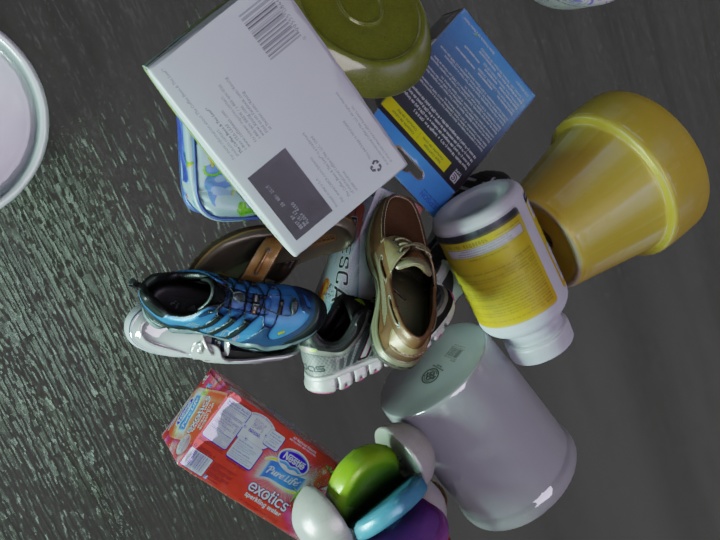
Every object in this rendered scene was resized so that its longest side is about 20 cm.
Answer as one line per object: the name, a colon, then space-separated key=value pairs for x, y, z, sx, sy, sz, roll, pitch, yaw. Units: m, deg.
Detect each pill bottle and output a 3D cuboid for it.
pill bottle: x=0.170 y=0.005 z=0.990 sx=0.112 sy=0.112 sz=0.201 roll=-33 pitch=109 yaw=-14

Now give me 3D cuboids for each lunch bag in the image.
lunch bag: x=-0.121 y=-0.156 z=0.932 sx=0.160 sy=0.082 sz=0.202 roll=-7 pitch=102 yaw=-23

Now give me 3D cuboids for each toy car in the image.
toy car: x=0.034 y=0.284 z=0.946 sx=0.174 sy=0.150 sz=0.201 roll=-32 pitch=128 yaw=-25

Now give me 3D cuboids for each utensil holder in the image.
utensil holder: x=0.142 y=0.190 z=1.061 sx=0.170 sy=0.170 sz=0.200 roll=-44 pitch=110 yaw=-10

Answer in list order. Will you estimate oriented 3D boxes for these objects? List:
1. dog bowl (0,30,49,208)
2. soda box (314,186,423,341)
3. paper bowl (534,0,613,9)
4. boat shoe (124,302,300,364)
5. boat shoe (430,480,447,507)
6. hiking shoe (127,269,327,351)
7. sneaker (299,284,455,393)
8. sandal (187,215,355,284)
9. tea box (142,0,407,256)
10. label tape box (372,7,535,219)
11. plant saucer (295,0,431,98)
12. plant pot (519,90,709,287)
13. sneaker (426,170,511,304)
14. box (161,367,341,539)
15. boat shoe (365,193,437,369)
dog bowl: x=-0.402 y=-0.146 z=0.817 sx=0.198 sy=0.079 sz=0.202 roll=-5 pitch=102 yaw=-22
soda box: x=0.000 y=0.000 z=1.022 sx=0.068 sy=0.064 sz=0.201 roll=21 pitch=90 yaw=-25
paper bowl: x=0.250 y=-0.416 z=1.030 sx=0.199 sy=0.104 sz=0.202 roll=-4 pitch=101 yaw=-21
boat shoe: x=-0.160 y=0.067 z=0.965 sx=0.198 sy=0.065 sz=0.074 roll=1 pitch=100 yaw=-23
boat shoe: x=0.015 y=0.325 z=1.081 sx=0.199 sy=0.065 sz=0.072 roll=-22 pitch=67 yaw=-13
hiking shoe: x=-0.134 y=0.041 z=0.893 sx=0.198 sy=0.087 sz=0.075 roll=2 pitch=76 yaw=-1
sneaker: x=0.015 y=0.057 z=0.963 sx=0.199 sy=0.074 sz=0.088 roll=-27 pitch=116 yaw=-12
sandal: x=-0.096 y=-0.012 z=0.954 sx=0.198 sy=0.054 sz=0.081 roll=-15 pitch=149 yaw=-8
tea box: x=-0.087 y=-0.145 z=0.797 sx=0.133 sy=0.197 sz=0.200 roll=-39 pitch=111 yaw=-5
label tape box: x=0.093 y=-0.185 z=1.026 sx=0.144 sy=0.063 sz=0.200 roll=44 pitch=81 yaw=-22
plant saucer: x=-0.005 y=-0.280 z=0.931 sx=0.199 sy=0.031 sz=0.202 roll=11 pitch=63 yaw=-22
plant pot: x=0.280 y=-0.083 z=1.041 sx=0.188 sy=0.200 sz=0.202 roll=-36 pitch=111 yaw=-20
sneaker: x=0.127 y=-0.034 z=1.075 sx=0.080 sy=0.074 sz=0.201 roll=37 pitch=88 yaw=-39
box: x=-0.116 y=0.214 z=0.994 sx=0.200 sy=0.095 sz=0.100 roll=39 pitch=83 yaw=-24
boat shoe: x=0.052 y=0.003 z=0.922 sx=0.075 sy=0.074 sz=0.201 roll=8 pitch=60 yaw=-19
